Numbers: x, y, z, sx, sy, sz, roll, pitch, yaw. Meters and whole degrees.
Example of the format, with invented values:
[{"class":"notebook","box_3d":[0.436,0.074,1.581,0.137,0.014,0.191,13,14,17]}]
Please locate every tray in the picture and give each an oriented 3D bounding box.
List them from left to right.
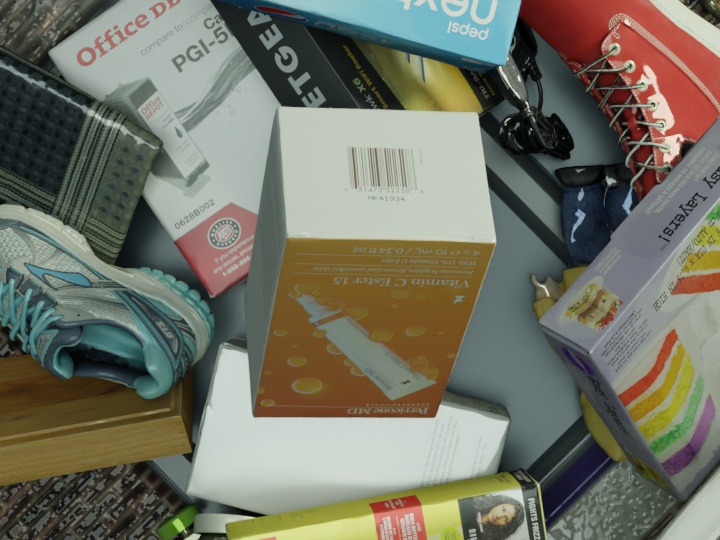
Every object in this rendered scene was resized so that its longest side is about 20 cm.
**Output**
[{"class":"tray","box_3d":[-0.214,0.095,1.288,0.199,0.099,0.037,-10,126,2]}]

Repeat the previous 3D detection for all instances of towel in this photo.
[{"class":"towel","box_3d":[-0.241,-0.061,1.276,0.192,0.035,0.200,28,128,-1]}]

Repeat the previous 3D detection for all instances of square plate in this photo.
[{"class":"square plate","box_3d":[0.235,0.138,1.219,0.028,0.200,0.198,42,93,11]}]

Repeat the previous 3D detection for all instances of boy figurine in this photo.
[{"class":"boy figurine","box_3d":[0.179,0.026,1.288,0.124,0.064,0.201,-6,92,2]}]

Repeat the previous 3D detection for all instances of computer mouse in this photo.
[{"class":"computer mouse","box_3d":[0.081,-0.160,1.254,0.046,0.140,0.201,-20,90,16]}]

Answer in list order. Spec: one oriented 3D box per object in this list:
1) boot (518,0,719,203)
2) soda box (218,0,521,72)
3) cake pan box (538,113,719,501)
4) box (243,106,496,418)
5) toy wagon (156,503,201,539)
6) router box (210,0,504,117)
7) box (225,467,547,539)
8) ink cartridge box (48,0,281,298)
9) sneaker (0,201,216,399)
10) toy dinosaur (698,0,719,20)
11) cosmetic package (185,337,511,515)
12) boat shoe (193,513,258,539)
[{"class":"boot","box_3d":[0.164,-0.116,1.217,0.200,0.072,0.145,26,56,-31]},{"class":"soda box","box_3d":[-0.006,-0.177,1.140,0.199,0.064,0.068,14,90,-8]},{"class":"cake pan box","box_3d":[0.221,0.022,1.218,0.200,0.184,0.052,-47,47,-13]},{"class":"box","box_3d":[0.000,0.000,1.174,0.124,0.200,0.098,1,55,-9]},{"class":"toy wagon","box_3d":[-0.130,0.264,1.319,0.200,0.040,0.155,-35,89,3]},{"class":"router box","box_3d":[-0.010,-0.162,1.246,0.052,0.157,0.200,-34,90,37]},{"class":"box","box_3d":[0.018,0.181,1.215,0.199,0.050,0.076,-8,95,-6]},{"class":"ink cartridge box","box_3d":[-0.094,-0.103,1.287,0.147,0.083,0.200,-35,90,4]},{"class":"sneaker","box_3d":[-0.197,0.022,1.241,0.199,0.086,0.078,19,128,4]},{"class":"toy dinosaur","box_3d":[0.201,-0.254,1.275,0.102,0.077,0.200,-38,87,10]},{"class":"cosmetic package","box_3d":[-0.008,0.120,1.287,0.199,0.085,0.108,16,92,3]},{"class":"boat shoe","box_3d":[-0.018,0.208,1.279,0.201,0.072,0.060,13,75,-14]}]
